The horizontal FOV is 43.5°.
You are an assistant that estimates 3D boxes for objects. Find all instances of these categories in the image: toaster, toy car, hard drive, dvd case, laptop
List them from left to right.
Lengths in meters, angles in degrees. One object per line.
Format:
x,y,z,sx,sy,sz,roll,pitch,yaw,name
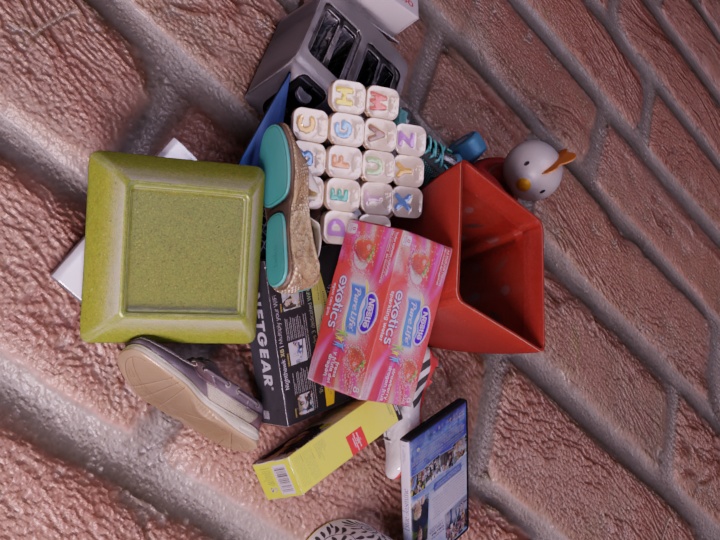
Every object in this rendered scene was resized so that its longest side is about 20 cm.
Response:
-0.225,-0.027,0.996,0.132,0.026,0.201,45,71,-23,hard drive
-0.088,-0.103,1.148,0.200,0.115,0.189,43,50,-25,laptop
-0.041,-0.266,1.255,0.180,0.118,0.202,40,50,-28,toaster
0.101,0.287,1.196,0.142,0.017,0.203,-23,116,-49,dvd case
0.245,-0.140,1.425,0.185,0.199,0.177,56,40,-12,toy car

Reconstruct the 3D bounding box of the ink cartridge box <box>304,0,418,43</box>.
-0.001,-0.429,1.341,0.128,0.125,0.202,23,55,-37,ink cartridge box

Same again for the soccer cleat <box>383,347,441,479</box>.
0.051,0.182,1.219,0.085,0.069,0.202,28,56,-17,soccer cleat

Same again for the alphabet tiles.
0.000,-0.132,1.124,0.193,0.015,0.203,4,89,-30,alphabet tiles

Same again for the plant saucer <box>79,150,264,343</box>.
-0.191,-0.020,0.967,0.198,0.048,0.203,3,92,-29,plant saucer

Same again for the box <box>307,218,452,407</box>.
0.025,0.052,1.083,0.102,0.094,0.203,17,87,-46,box

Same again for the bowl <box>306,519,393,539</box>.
0.017,0.398,1.077,0.199,0.094,0.203,18,64,-40,bowl

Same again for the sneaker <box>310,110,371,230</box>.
-0.041,-0.144,1.156,0.075,0.070,0.201,35,78,-18,sneaker

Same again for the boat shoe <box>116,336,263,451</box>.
-0.183,0.129,1.002,0.200,0.071,0.065,42,44,-30,boat shoe

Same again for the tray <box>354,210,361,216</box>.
0.000,0.000,1.249,0.107,0.022,0.202,-32,99,-61,tray

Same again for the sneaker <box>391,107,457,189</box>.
0.095,-0.170,1.311,0.200,0.090,0.079,59,39,-62,sneaker

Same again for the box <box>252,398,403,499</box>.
-0.036,0.209,1.112,0.199,0.075,0.051,-27,94,-47,box

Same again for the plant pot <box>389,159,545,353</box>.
0.123,0.004,1.226,0.199,0.175,0.202,30,54,-40,plant pot

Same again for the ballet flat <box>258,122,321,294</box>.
-0.078,-0.070,1.044,0.065,0.070,0.203,8,74,-40,ballet flat

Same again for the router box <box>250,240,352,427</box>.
-0.064,0.072,1.116,0.156,0.052,0.203,-15,101,-47,router box
